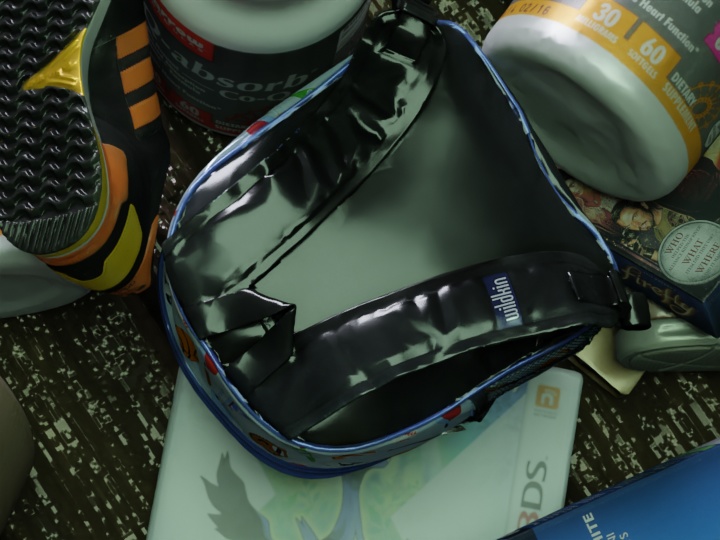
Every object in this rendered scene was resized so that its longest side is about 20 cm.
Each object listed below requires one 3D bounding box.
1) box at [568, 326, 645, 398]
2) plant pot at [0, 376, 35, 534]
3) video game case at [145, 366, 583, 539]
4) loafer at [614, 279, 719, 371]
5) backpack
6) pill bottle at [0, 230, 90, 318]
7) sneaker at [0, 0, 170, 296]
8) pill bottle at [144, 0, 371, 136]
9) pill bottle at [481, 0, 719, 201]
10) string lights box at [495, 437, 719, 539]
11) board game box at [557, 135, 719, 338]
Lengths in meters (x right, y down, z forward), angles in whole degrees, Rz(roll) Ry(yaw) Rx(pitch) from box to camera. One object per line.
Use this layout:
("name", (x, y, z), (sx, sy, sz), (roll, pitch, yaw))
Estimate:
("box", (0.129, -0.061, 1.424), (0.163, 0.021, 0.200), (38, 74, 5))
("plant pot", (-0.245, 0.109, 1.276), (0.200, 0.200, 0.175), (36, 58, 5))
("video game case", (-0.002, 0.120, 1.364), (0.199, 0.022, 0.183), (11, 74, -2))
("loafer", (0.221, 0.013, 1.381), (0.199, 0.072, 0.063), (-1, 73, -12))
("backpack", (0.000, 0.000, 1.308), (0.190, 0.154, 0.201), (-29, 78, -20))
("pill bottle", (-0.189, -0.084, 1.357), (0.111, 0.112, 0.201), (-6, 75, -7))
("sneaker", (-0.126, -0.081, 1.300), (0.070, 0.090, 0.201), (-13, 60, 21))
("pill bottle", (-0.050, -0.146, 1.339), (0.115, 0.200, 0.117), (1, 75, -4))
("pill bottle", (0.157, -0.140, 1.331), (0.116, 0.116, 0.200), (37, 72, 6))
("string lights box", (0.120, 0.133, 1.312), (0.199, 0.103, 0.059), (-22, 84, -19))
("board game box", (0.182, -0.076, 1.371), (0.135, 0.035, 0.200), (31, 71, 36))
